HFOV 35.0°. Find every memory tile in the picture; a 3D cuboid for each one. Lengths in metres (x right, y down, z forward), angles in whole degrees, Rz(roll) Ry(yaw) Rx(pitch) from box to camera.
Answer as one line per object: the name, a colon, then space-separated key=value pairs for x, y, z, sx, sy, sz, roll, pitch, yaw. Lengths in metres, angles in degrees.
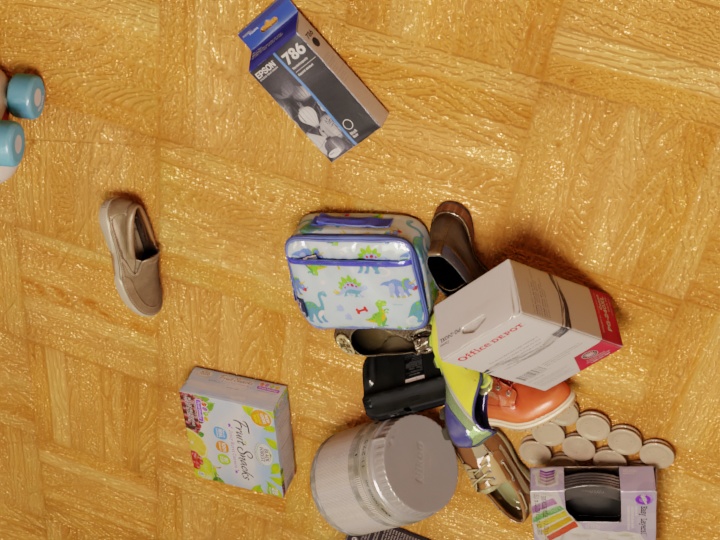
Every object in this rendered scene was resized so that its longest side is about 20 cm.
memory tile: x=0.341 y=0.265 z=1.664 sx=0.198 sy=0.017 sz=0.154 roll=24 pitch=132 yaw=3

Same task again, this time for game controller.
game controller: x=0.083 y=0.148 z=1.633 sx=0.198 sy=0.106 sz=0.042 roll=-19 pitch=146 yaw=34

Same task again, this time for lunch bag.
lunch bag: x=0.000 y=0.000 z=1.559 sx=0.197 sy=0.083 sz=0.162 roll=3 pitch=125 yaw=20

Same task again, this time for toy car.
toy car: x=-0.539 y=-0.170 z=1.611 sx=0.182 sy=0.179 sz=0.201 roll=5 pitch=142 yaw=5

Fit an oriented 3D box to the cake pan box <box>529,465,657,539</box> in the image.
cake pan box: x=0.344 y=0.361 z=1.681 sx=0.181 sy=0.053 sz=0.202 roll=-2 pitch=132 yaw=9

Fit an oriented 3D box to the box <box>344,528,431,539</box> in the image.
box: x=0.051 y=0.544 z=1.947 sx=0.198 sy=0.118 sz=0.198 roll=18 pitch=132 yaw=7

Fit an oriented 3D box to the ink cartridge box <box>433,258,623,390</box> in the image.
ink cartridge box: x=0.212 y=0.073 z=1.461 sx=0.198 sy=0.084 sz=0.145 roll=18 pitch=142 yaw=-36

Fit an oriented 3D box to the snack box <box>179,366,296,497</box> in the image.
snack box: x=-0.197 y=0.264 z=1.863 sx=0.166 sy=0.068 sz=0.202 roll=11 pitch=131 yaw=16

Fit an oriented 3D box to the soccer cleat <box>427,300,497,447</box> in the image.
soccer cleat: x=0.141 y=0.134 z=1.519 sx=0.083 sy=0.203 sz=0.064 roll=-21 pitch=157 yaw=35

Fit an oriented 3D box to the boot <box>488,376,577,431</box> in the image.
boot: x=0.203 y=0.167 z=1.611 sx=0.198 sy=0.075 sz=0.108 roll=-9 pitch=118 yaw=30

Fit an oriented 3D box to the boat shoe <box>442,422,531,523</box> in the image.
boat shoe: x=0.199 y=0.300 z=1.715 sx=0.200 sy=0.074 sz=0.075 roll=46 pitch=130 yaw=-15

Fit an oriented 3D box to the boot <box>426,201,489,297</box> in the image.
boot: x=0.128 y=0.020 z=1.506 sx=0.074 sy=0.097 sz=0.202 roll=-7 pitch=123 yaw=27

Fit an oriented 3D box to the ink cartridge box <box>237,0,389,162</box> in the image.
ink cartridge box: x=-0.065 y=-0.237 z=1.426 sx=0.099 sy=0.039 sz=0.200 roll=-31 pitch=109 yaw=39

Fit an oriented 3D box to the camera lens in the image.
camera lens: x=0.031 y=0.308 z=1.718 sx=0.160 sy=0.161 sz=0.199 roll=45 pitch=141 yaw=-15

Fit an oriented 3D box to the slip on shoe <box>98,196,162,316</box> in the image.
slip on shoe: x=-0.326 y=-0.017 z=1.693 sx=0.060 sy=0.076 sz=0.202 roll=4 pitch=121 yaw=28

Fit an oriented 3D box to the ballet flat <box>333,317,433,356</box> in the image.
ballet flat: x=0.034 y=0.099 z=1.628 sx=0.198 sy=0.047 sz=0.068 roll=-4 pitch=129 yaw=40
